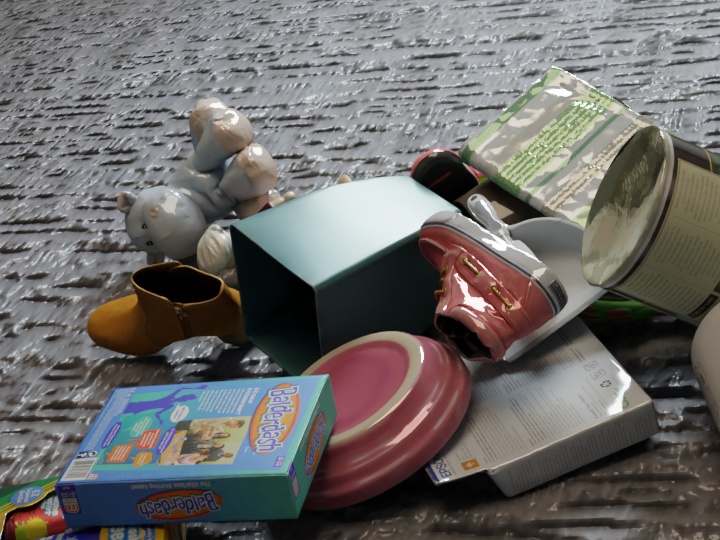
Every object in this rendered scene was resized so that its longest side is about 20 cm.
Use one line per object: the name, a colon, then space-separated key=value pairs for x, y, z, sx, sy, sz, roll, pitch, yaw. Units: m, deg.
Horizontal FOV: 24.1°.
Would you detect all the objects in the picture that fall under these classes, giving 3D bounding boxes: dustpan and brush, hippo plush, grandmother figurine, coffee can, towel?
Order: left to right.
hippo plush: x=-0.200 y=-0.097 z=1.926 sx=0.160 sy=0.161 sz=0.199 roll=-29 pitch=24 yaw=-24
grandmother figurine: x=-0.093 y=-0.046 z=1.866 sx=0.199 sy=0.122 sz=0.061 roll=-24 pitch=60 yaw=-25
dustpan and brush: x=0.145 y=-0.014 z=1.573 sx=0.139 sy=0.057 sz=0.200 roll=-37 pitch=28 yaw=3
towel: x=0.210 y=-0.110 z=1.642 sx=0.149 sy=0.031 sz=0.200 roll=-41 pitch=51 yaw=-14
coffee can: x=0.311 y=-0.021 z=1.455 sx=0.198 sy=0.147 sz=0.147 roll=21 pitch=22 yaw=-13

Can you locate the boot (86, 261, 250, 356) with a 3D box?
boot: x=-0.209 y=0.032 z=1.700 sx=0.199 sy=0.144 sz=0.072 roll=0 pitch=68 yaw=17

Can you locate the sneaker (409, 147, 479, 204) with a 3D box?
sneaker: x=0.083 y=-0.093 z=1.767 sx=0.073 sy=0.200 sz=0.087 roll=-29 pitch=67 yaw=6

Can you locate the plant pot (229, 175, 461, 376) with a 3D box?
plant pot: x=0.000 y=0.000 z=1.635 sx=0.199 sy=0.142 sz=0.141 roll=-28 pitch=43 yaw=-26

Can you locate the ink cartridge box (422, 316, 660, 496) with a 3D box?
ink cartridge box: x=0.134 y=0.121 z=1.476 sx=0.198 sy=0.041 sz=0.200 roll=-20 pitch=26 yaw=-6

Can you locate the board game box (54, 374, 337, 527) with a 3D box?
board game box: x=-0.131 y=0.147 z=1.383 sx=0.198 sy=0.045 sz=0.152 roll=-5 pitch=26 yaw=16

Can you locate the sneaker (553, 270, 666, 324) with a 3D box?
sneaker: x=0.263 y=0.001 z=1.587 sx=0.198 sy=0.085 sz=0.077 roll=-7 pitch=-16 yaw=5

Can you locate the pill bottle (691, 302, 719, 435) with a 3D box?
pill bottle: x=0.335 y=0.107 z=1.325 sx=0.113 sy=0.115 sz=0.200 roll=-11 pitch=26 yaw=4

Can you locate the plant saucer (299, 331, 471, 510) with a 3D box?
plant saucer: x=-0.001 y=0.121 z=1.471 sx=0.199 sy=0.051 sz=0.201 roll=-25 pitch=28 yaw=14

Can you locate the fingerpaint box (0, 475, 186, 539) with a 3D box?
fingerpaint box: x=-0.229 y=0.243 z=1.368 sx=0.165 sy=0.074 sz=0.200 roll=-12 pitch=26 yaw=2

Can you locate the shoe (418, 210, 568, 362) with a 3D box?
shoe: x=0.090 y=0.014 z=1.493 sx=0.091 sy=0.072 sz=0.200 roll=-39 pitch=35 yaw=-15

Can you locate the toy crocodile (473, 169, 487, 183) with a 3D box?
toy crocodile: x=0.112 y=-0.091 z=1.891 sx=0.198 sy=0.062 sz=0.068 roll=-15 pitch=26 yaw=-6

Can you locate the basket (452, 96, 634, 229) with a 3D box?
basket: x=0.204 y=-0.060 z=1.702 sx=0.198 sy=0.136 sz=0.181 roll=-23 pitch=63 yaw=-9
